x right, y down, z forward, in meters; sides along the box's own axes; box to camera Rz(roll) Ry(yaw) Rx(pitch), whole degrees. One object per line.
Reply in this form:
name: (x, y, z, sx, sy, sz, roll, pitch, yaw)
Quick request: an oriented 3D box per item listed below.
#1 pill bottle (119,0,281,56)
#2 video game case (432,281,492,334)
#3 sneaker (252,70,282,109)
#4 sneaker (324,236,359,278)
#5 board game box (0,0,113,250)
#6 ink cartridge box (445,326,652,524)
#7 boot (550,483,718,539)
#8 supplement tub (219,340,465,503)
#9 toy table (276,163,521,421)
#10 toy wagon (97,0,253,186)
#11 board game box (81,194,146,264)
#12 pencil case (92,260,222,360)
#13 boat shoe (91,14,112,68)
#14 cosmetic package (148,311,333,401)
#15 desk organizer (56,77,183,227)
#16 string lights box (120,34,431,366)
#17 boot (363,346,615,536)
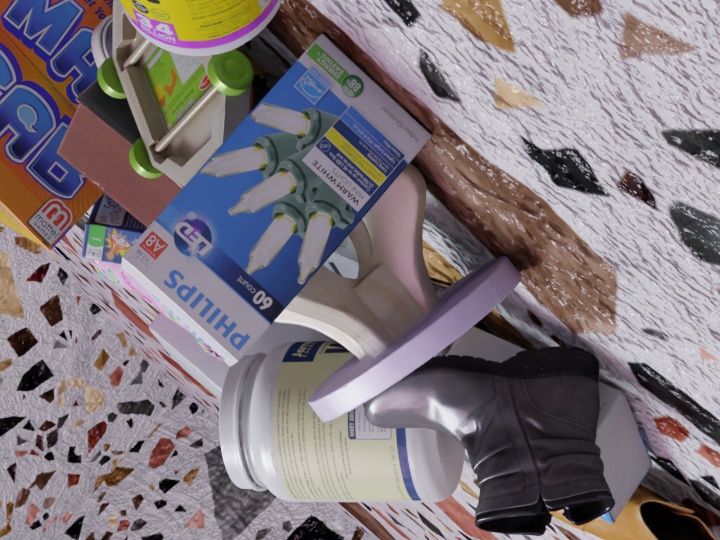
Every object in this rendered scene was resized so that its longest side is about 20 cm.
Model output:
pill bottle: (-0.100, -0.206, 0.759, 0.104, 0.104, 0.200, 37, 166, 16)
video game case: (0.068, 0.051, 1.307, 0.143, 0.019, 0.200, 48, 167, -25)
sneaker: (-0.071, -0.119, 1.058, 0.066, 0.091, 0.201, 6, -140, -49)
sneaker: (0.000, 0.000, 1.227, 0.072, 0.071, 0.200, 1, 153, 11)
board game box: (-0.309, -0.175, 1.253, 0.199, 0.200, 0.200, 23, 158, 53)
ink cartridge box: (0.133, 0.119, 1.178, 0.199, 0.068, 0.115, 24, 156, 38)
boot: (0.220, 0.198, 1.221, 0.200, 0.071, 0.144, 30, 171, 2)
supplement tub: (-0.014, 0.136, 1.276, 0.198, 0.146, 0.145, -2, 150, 17)
toy table: (0.009, 0.015, 1.054, 0.117, 0.199, 0.184, 51, -159, -3)
toy wagon: (-0.126, -0.122, 1.026, 0.155, 0.039, 0.202, -34, 76, 52)
board game box: (-0.183, -0.052, 1.334, 0.134, 0.035, 0.200, 10, -159, -6)
pencil case: (-0.175, 0.010, 1.350, 0.199, 0.088, 0.088, 31, 164, 39)
boat shoe: (-0.132, -0.142, 1.176, 0.200, 0.075, 0.092, 47, 148, -18)
cosmetic package: (-0.093, 0.071, 1.484, 0.166, 0.168, 0.200, 39, 170, 12)
desk organizer: (-0.142, -0.072, 1.140, 0.200, 0.072, 0.077, 40, 140, -2)
string lights box: (-0.057, -0.046, 0.942, 0.103, 0.200, 0.059, 41, 167, -4)
boot: (0.090, 0.134, 1.070, 0.198, 0.133, 0.070, -11, 150, 24)
